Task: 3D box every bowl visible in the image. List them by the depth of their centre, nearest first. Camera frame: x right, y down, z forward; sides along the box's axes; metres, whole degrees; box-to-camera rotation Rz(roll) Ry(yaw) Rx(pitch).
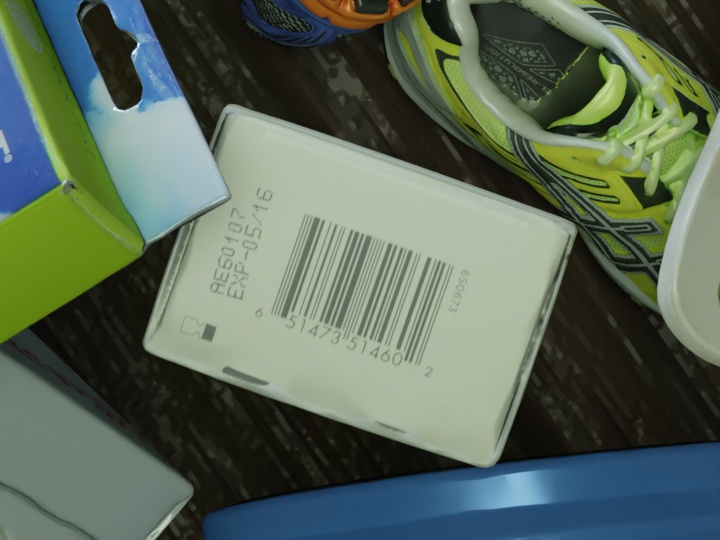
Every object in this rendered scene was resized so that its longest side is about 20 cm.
[{"bbox_3d":[0.046,0.082,0.728,0.200,0.201,0.040,-7,82,1],"label":"bowl"}]

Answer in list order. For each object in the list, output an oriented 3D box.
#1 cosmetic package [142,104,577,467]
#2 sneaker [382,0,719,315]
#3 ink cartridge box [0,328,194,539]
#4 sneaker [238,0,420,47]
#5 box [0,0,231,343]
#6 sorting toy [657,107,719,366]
[{"bbox_3d":[0.000,0.000,0.722,0.103,0.200,0.073,19,94,-2],"label":"cosmetic package"},{"bbox_3d":[0.092,-0.033,0.781,0.200,0.076,0.076,31,91,-2],"label":"sneaker"},{"bbox_3d":[-0.182,0.041,0.707,0.200,0.145,0.145,38,87,33],"label":"ink cartridge box"},{"bbox_3d":[-0.042,-0.160,0.776,0.075,0.078,0.201,-9,75,-32],"label":"sneaker"},{"bbox_3d":[-0.144,-0.018,0.604,0.200,0.048,0.122,-31,58,8],"label":"box"},{"bbox_3d":[0.181,-0.021,0.736,0.200,0.107,0.180,38,69,-1],"label":"sorting toy"}]
